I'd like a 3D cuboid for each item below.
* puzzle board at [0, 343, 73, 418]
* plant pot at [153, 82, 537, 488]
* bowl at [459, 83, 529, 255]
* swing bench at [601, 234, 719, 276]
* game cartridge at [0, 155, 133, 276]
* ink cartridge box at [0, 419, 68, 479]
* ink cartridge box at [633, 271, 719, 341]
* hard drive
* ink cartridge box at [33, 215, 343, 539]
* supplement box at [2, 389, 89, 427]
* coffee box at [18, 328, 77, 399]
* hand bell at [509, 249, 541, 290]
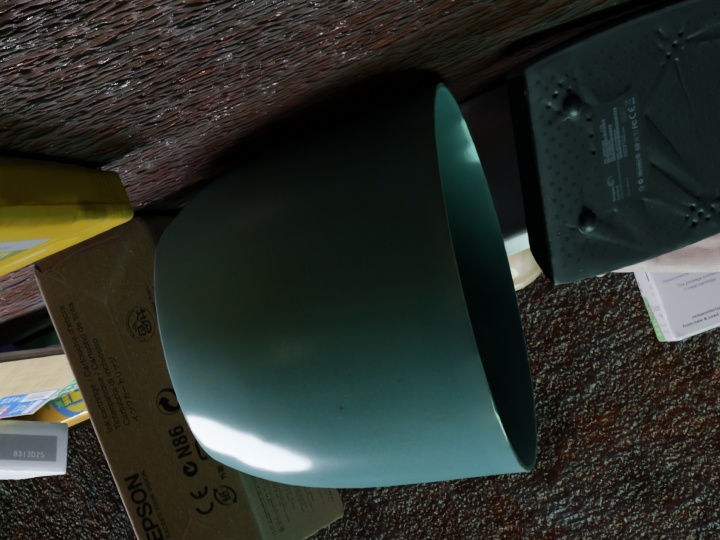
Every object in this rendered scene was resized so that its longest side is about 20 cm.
[{"bbox_3d":[-0.280,0.084,1.497,0.150,0.017,0.200,-7,167,-27],"label":"puzzle board"},{"bbox_3d":[-0.011,0.020,1.072,0.160,0.201,0.201,-13,179,12],"label":"plant pot"},{"bbox_3d":[0.103,-0.066,1.256,0.200,0.091,0.201,-22,178,-1],"label":"bowl"},{"bbox_3d":[0.262,-0.059,1.643,0.198,0.130,0.200,1,180,16],"label":"swing bench"},{"bbox_3d":[-0.197,0.002,0.845,0.176,0.033,0.200,-23,176,10],"label":"game cartridge"},{"bbox_3d":[-0.349,0.149,1.750,0.162,0.050,0.200,5,174,-26],"label":"ink cartridge box"},{"bbox_3d":[0.280,-0.043,1.893,0.084,0.201,0.146,-20,177,2],"label":"ink cartridge box"},{"bbox_3d":[0.169,-0.082,1.136,0.199,0.135,0.042,-21,-156,-24],"label":"hard drive"},{"bbox_3d":[-0.094,0.071,1.198,0.075,0.201,0.165,-22,176,13],"label":"ink cartridge box"},{"bbox_3d":[-0.219,0.086,1.805,0.199,0.067,0.069,-24,177,14],"label":"supplement box"},{"bbox_3d":[-0.215,0.063,1.640,0.200,0.044,0.123,-25,176,34],"label":"coffee box"},{"bbox_3d":[0.137,-0.061,1.821,0.104,0.104,0.200,-21,166,-16],"label":"hand bell"}]
